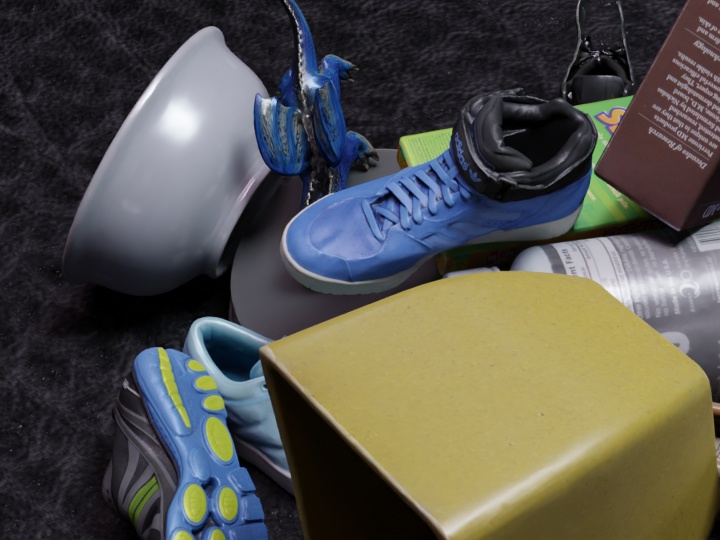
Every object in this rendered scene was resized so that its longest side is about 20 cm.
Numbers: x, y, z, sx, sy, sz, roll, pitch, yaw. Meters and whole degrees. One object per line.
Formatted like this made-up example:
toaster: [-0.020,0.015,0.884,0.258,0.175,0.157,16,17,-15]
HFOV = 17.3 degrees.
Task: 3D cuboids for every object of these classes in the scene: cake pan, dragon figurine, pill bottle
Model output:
cake pan: [0.000,0.000,1.564,0.200,0.037,0.201,-12,53,16]
dragon figurine: [-0.033,-0.095,1.533,0.059,0.201,0.099,-10,15,14]
pill bottle: [0.154,0.035,1.465,0.199,0.114,0.114,-8,39,-6]

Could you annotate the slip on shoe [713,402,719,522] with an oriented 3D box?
slip on shoe: [0.247,0.117,1.401,0.199,0.061,0.076,14,44,26]

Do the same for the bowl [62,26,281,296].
bowl: [-0.113,-0.057,1.609,0.090,0.201,0.201,31,48,6]

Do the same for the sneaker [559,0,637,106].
sneaker: [0.161,-0.092,1.639,0.060,0.104,0.200,2,40,12]

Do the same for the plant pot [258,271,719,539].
plant pot: [0.089,0.115,1.322,0.200,0.196,0.194,-28,43,-19]

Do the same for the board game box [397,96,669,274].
board game box: [0.132,-0.060,1.532,0.199,0.030,0.096,-12,59,-13]

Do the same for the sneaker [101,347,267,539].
sneaker: [-0.111,0.142,1.442,0.071,0.083,0.200,11,44,-33]

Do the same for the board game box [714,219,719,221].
board game box: [0.186,-0.027,1.576,0.200,0.030,0.096,-33,86,-30]

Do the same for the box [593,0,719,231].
box: [0.231,-0.128,1.435,0.075,0.200,0.100,38,25,20]

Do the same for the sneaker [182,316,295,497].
sneaker: [-0.036,0.087,1.474,0.200,0.082,0.074,20,48,27]

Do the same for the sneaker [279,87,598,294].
sneaker: [0.049,-0.053,1.426,0.199,0.111,0.077,-11,59,-14]
